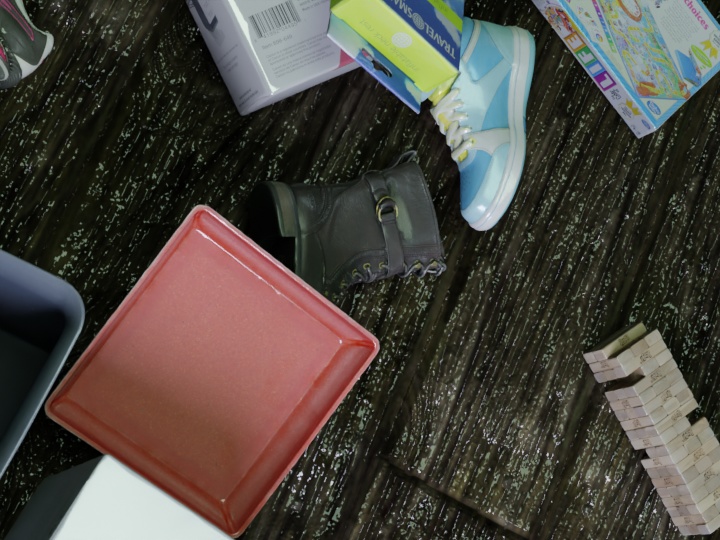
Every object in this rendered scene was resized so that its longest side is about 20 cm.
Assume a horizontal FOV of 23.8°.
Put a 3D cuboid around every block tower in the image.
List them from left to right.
[{"bbox_3d":[0.280,0.148,1.547,0.058,0.054,0.200,-31,92,-24],"label":"block tower"}]

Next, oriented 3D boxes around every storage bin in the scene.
[{"bbox_3d":[-0.303,0.095,1.266,0.145,0.134,0.200,25,69,3],"label":"storage bin"}]

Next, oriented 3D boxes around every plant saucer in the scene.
[{"bbox_3d":[-0.117,0.078,1.339,0.200,0.037,0.200,39,86,-26],"label":"plant saucer"}]

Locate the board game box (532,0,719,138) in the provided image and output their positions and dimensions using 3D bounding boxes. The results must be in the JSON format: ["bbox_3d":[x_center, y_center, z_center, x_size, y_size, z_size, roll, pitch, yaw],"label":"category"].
[{"bbox_3d":[0.254,-0.245,1.622,0.134,0.034,0.200,-41,96,-24],"label":"board game box"}]

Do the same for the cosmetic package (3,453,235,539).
[{"bbox_3d":[-0.163,0.246,1.264,0.199,0.200,0.123,36,66,-13],"label":"cosmetic package"}]

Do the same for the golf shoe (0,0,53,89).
[{"bbox_3d":[-0.330,-0.234,1.368,0.088,0.077,0.200,-38,98,-44],"label":"golf shoe"}]

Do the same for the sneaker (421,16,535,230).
[{"bbox_3d":[0.078,-0.139,1.507,0.130,0.080,0.200,17,64,-21],"label":"sneaker"}]

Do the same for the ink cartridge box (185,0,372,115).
[{"bbox_3d":[-0.075,-0.254,1.461,0.145,0.085,0.200,-26,92,-25],"label":"ink cartridge box"}]

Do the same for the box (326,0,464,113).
[{"bbox_3d":[0.033,-0.244,1.435,0.122,0.048,0.200,37,43,-33],"label":"box"}]

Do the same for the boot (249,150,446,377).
[{"bbox_3d":[0.000,0.000,1.455,0.174,0.069,0.201,-6,89,-32],"label":"boot"}]
